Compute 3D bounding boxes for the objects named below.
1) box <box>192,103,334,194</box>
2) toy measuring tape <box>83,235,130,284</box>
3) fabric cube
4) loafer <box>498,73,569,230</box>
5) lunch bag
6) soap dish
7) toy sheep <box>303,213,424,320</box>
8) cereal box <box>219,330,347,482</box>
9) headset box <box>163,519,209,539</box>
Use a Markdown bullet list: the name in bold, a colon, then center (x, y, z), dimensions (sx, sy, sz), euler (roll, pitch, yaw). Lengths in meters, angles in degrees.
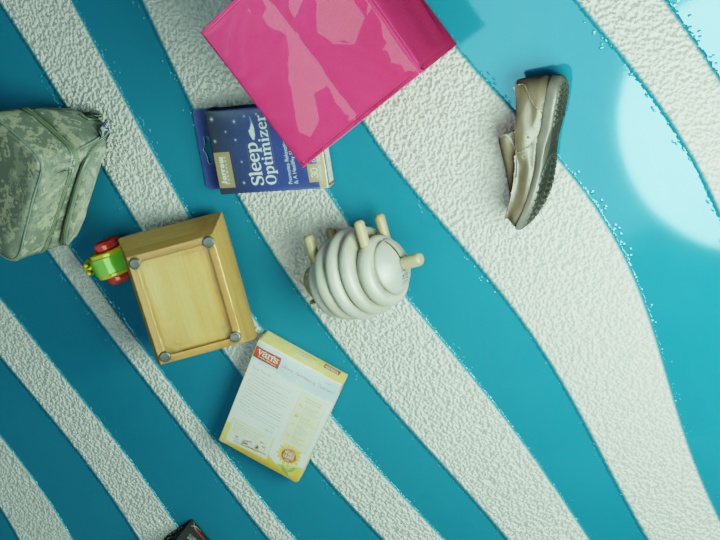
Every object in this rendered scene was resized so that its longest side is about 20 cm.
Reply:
- **box**: center (-0.140, -0.169, 1.380), dimensions (0.198, 0.032, 0.122), euler (-2, 110, 20)
- **toy measuring tape**: center (-0.336, -0.024, 1.481), dimensions (0.198, 0.074, 0.074), euler (-15, 105, 23)
- **fabric cube**: center (-0.031, -0.281, 1.207), dimensions (0.199, 0.196, 0.200), euler (-35, 96, 26)
- **loafer**: center (0.209, -0.152, 1.254), dimensions (0.070, 0.073, 0.202), euler (18, 110, 23)
- **lunch bag**: center (-0.451, -0.132, 1.424), dimensions (0.139, 0.167, 0.201), euler (34, 119, 17)
- **soap dish**: center (-0.249, 0.032, 1.442), dimensions (0.156, 0.081, 0.202), euler (-14, 107, 0)
- **toy sheep**: center (0.000, 0.000, 1.345), dimensions (0.199, 0.138, 0.139), euler (-14, 107, 42)
- **cereal box**: center (-0.119, 0.208, 1.515), dimensions (0.143, 0.040, 0.201), euler (28, 116, 6)
- **headset box**: center (-0.291, 0.526, 1.607), dimensions (0.075, 0.200, 0.149), euler (-36, 97, 26)
